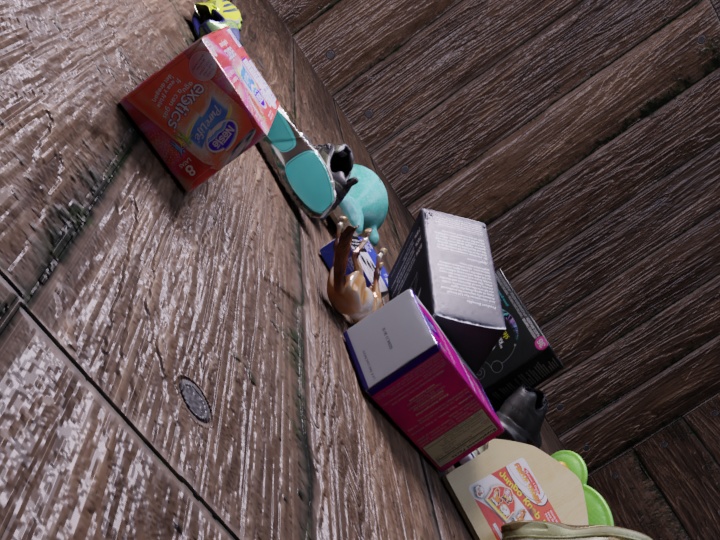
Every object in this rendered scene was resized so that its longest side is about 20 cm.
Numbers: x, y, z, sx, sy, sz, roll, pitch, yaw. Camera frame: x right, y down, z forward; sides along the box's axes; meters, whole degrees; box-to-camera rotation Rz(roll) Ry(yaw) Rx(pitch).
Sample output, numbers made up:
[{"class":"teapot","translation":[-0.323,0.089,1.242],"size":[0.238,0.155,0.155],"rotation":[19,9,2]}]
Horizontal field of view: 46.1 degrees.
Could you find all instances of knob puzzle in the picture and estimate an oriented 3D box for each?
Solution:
[{"class":"knob puzzle","translation":[0.213,0.309,1.079],"size":[0.215,0.031,0.223],"rotation":[16,51,-20]}]

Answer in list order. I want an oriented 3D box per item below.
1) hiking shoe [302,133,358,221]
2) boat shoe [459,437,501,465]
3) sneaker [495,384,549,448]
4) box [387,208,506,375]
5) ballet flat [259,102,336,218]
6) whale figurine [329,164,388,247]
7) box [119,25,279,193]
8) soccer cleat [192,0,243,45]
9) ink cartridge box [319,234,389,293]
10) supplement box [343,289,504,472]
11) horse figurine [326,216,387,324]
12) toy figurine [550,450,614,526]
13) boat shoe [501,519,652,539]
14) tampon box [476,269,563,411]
[{"class":"hiking shoe","translation":[-0.054,-0.161,1.321],"size":[0.076,0.100,0.202],"rotation":[49,12,-41]},{"class":"boat shoe","translation":[0.178,0.261,1.263],"size":[0.073,0.061,0.200],"rotation":[59,9,17]},{"class":"sneaker","translation":[0.252,0.224,1.279],"size":[0.075,0.092,0.200],"rotation":[32,-4,21]},{"class":"box","translation":[0.111,0.043,1.157],"size":[0.102,0.149,0.203],"rotation":[11,45,-15]},{"class":"ballet flat","translation":[-0.096,-0.157,1.206],"size":[0.202,0.071,0.072],"rotation":[60,9,11]},{"class":"whale figurine","translation":[-0.006,-0.116,1.414],"size":[0.161,0.103,0.200],"rotation":[56,6,-7]},{"class":"box","translation":[-0.147,-0.163,0.823],"size":[0.103,0.094,0.201],"rotation":[54,9,-17]},{"class":"soccer cleat","translation":[-0.223,-0.384,1.289],"size":[0.084,0.064,0.202],"rotation":[48,13,-36]},{"class":"ink cartridge box","translation":[0.000,0.000,1.243],"size":[0.095,0.044,0.200],"rotation":[60,8,4]},{"class":"supplement box","translation":[0.079,0.137,1.020],"size":[0.201,0.102,0.102],"rotation":[52,8,-40]},{"class":"horse figurine","translation":[0.000,0.019,1.062],"size":[0.200,0.049,0.135],"rotation":[51,45,-57]},{"class":"toy figurine","translation":[0.251,0.321,1.199],"size":[0.183,0.148,0.204],"rotation":[37,46,-38]},{"class":"boat shoe","translation":[0.262,0.341,1.016],"size":[0.073,0.196,0.064],"rotation":[130,-34,-59]},{"class":"tampon box","translation":[0.183,0.129,1.302],"size":[0.151,0.198,0.126],"rotation":[60,10,31]}]
